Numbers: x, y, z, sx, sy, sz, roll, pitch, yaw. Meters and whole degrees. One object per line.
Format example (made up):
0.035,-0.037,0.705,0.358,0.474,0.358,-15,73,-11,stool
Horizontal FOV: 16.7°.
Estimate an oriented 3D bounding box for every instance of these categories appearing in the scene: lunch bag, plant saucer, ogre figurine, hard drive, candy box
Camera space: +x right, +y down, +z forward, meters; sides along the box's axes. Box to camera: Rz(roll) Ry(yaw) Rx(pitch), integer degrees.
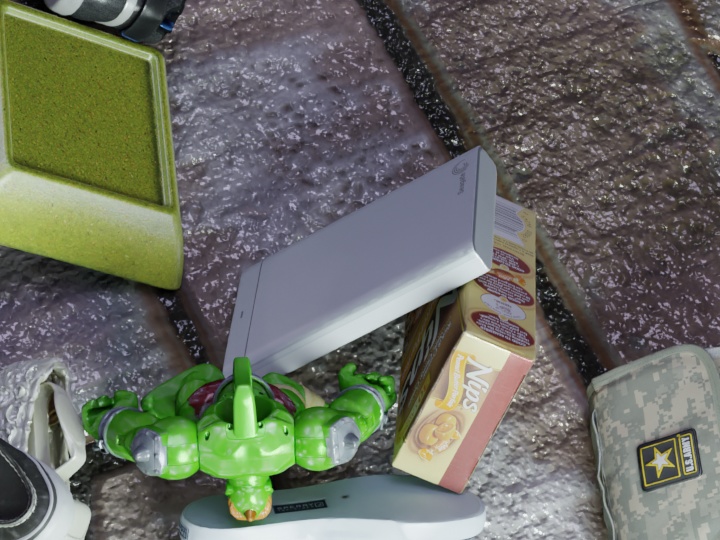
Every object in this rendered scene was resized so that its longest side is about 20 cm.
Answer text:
0.258,0.141,1.679,0.198,0.118,0.165,-3,60,-7,lunch bag
-0.202,-0.103,1.709,0.199,0.048,0.201,16,52,-36,plant saucer
-0.077,0.099,1.567,0.199,0.120,0.099,15,101,-7,ogre figurine
0.000,0.000,1.654,0.027,0.199,0.132,53,23,-25,hard drive
0.071,0.043,1.645,0.055,0.116,0.200,22,29,-8,candy box

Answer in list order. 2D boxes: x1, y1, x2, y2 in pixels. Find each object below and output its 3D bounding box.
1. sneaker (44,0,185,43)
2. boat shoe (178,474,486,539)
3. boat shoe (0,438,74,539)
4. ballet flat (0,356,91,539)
-0.185,-0.220,1.808,0.111,0.073,0.200,22,21,-25,sneaker
-0.018,0.190,1.593,0.199,0.092,0.071,-3,22,-5,boat shoe
-0.264,0.123,1.552,0.199,0.064,0.071,24,73,37,boat shoe
-0.207,0.142,1.591,0.071,0.072,0.201,-1,60,-13,ballet flat
